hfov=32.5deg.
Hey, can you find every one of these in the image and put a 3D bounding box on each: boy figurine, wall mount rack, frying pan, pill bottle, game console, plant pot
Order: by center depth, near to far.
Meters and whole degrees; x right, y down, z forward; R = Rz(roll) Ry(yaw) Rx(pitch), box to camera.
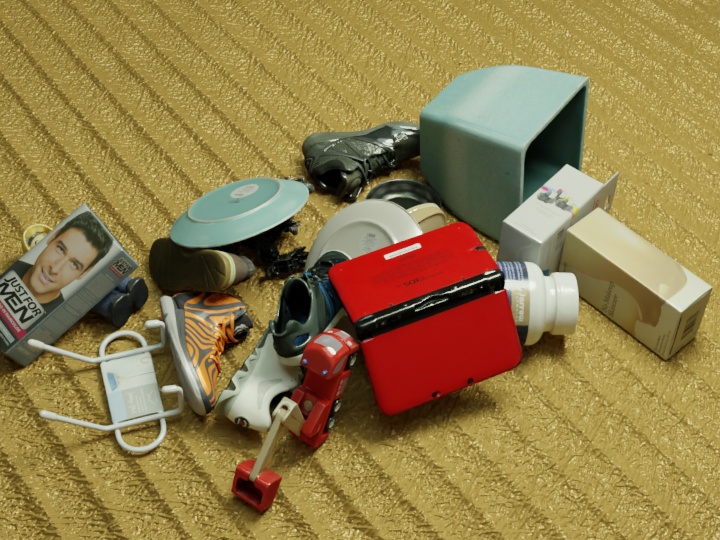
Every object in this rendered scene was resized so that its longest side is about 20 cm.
[{"bbox_3d":[-0.319,0.137,1.555,0.173,0.075,0.201,-12,48,-13],"label":"wall mount rack"},{"bbox_3d":[0.081,0.057,1.558,0.199,0.119,0.173,-19,46,-12],"label":"game console"},{"bbox_3d":[0.183,0.044,1.639,0.199,0.111,0.111,0,47,-2],"label":"pill bottle"},{"bbox_3d":[-0.382,-0.003,1.693,0.199,0.065,0.124,32,59,21],"label":"boy figurine"},{"bbox_3d":[0.051,-0.061,1.787,0.114,0.031,0.191,13,51,10],"label":"frying pan"},{"bbox_3d":[0.197,-0.186,1.810,0.199,0.197,0.196,25,50,27],"label":"plant pot"}]

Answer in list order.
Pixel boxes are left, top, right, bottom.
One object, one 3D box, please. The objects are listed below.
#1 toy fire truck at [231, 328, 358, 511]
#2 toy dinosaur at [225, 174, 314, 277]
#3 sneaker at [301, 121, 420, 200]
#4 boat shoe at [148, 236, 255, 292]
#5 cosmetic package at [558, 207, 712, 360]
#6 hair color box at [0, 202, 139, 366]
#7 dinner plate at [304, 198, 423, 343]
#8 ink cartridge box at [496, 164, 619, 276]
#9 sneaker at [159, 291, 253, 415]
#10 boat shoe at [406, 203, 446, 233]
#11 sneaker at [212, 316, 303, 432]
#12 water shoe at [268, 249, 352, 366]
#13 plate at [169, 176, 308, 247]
[{"bbox_3d":[-0.077,0.175,1.483,0.049,0.201,0.141,27,23,21],"label":"toy fire truck"},{"bbox_3d":[-0.140,-0.055,1.750,0.136,0.102,0.200,34,88,44],"label":"toy dinosaur"},{"bbox_3d":[0.016,-0.161,1.852,0.198,0.076,0.115,-7,49,-5],"label":"sneaker"},{"bbox_3d":[-0.218,-0.004,1.674,0.065,0.074,0.199,3,8,-40],"label":"boat shoe"},{"bbox_3d":[0.368,0.017,1.679,0.071,0.106,0.200,-32,54,-28],"label":"cosmetic package"},{"bbox_3d":[-0.400,0.018,1.615,0.200,0.061,0.099,-42,64,-5],"label":"hair color box"},{"bbox_3d":[0.000,0.000,1.643,0.199,0.024,0.201,-10,71,31],"label":"dinner plate"},{"bbox_3d":[0.277,-0.065,1.743,0.068,0.116,0.200,33,53,25],"label":"ink cartridge box"},{"bbox_3d":[-0.188,0.093,1.600,0.111,0.078,0.201,-12,48,-12],"label":"sneaker"},{"bbox_3d":[0.052,-0.020,1.713,0.200,0.074,0.069,-37,40,-21],"label":"boat shoe"},{"bbox_3d":[-0.103,0.129,1.584,0.088,0.074,0.200,28,53,5],"label":"sneaker"},{"bbox_3d":[-0.057,0.030,1.566,0.071,0.079,0.201,-1,42,22],"label":"water shoe"},{"bbox_3d":[-0.168,-0.088,1.686,0.199,0.026,0.200,-15,25,7],"label":"plate"}]
